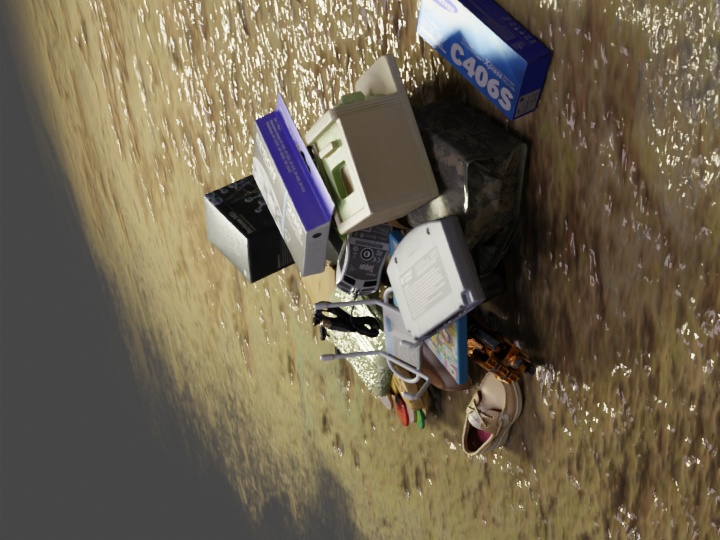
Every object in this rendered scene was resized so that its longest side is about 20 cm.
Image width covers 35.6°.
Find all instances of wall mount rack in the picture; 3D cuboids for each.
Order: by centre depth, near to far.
[{"bbox_3d":[0.024,0.105,1.667,0.173,0.075,0.201,24,140,27],"label":"wall mount rack"}]

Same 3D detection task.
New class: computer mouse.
[{"bbox_3d":[0.000,0.000,1.687,0.044,0.109,0.201,-118,42,-67],"label":"computer mouse"}]

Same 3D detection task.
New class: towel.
[{"bbox_3d":[0.002,0.097,1.818,0.200,0.036,0.149,50,138,43],"label":"towel"}]

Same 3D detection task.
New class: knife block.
[{"bbox_3d":[-0.030,0.071,2.043,0.176,0.064,0.200,64,153,-1],"label":"knife block"}]

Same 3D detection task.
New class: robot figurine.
[{"bbox_3d":[0.172,0.102,1.652,0.145,0.058,0.200,35,-178,-36],"label":"robot figurine"}]

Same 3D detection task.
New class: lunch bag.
[{"bbox_3d":[0.133,-0.109,1.524,0.164,0.117,0.201,42,142,43],"label":"lunch bag"}]

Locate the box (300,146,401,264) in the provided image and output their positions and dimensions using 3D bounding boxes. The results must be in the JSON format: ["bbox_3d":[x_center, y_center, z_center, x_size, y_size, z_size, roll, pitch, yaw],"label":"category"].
[{"bbox_3d":[-0.045,-0.107,1.777,0.149,0.124,0.200,57,166,-23],"label":"box"}]

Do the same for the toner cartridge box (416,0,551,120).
[{"bbox_3d":[0.152,-0.289,1.413,0.200,0.043,0.095,49,149,29],"label":"toner cartridge box"}]

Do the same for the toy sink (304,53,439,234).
[{"bbox_3d":[0.004,-0.165,1.481,0.130,0.111,0.201,-26,81,68],"label":"toy sink"}]

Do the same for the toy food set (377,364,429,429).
[{"bbox_3d":[0.058,0.189,1.971,0.200,0.048,0.198,50,161,31],"label":"toy food set"}]

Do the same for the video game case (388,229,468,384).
[{"bbox_3d":[0.097,0.051,1.614,0.200,0.018,0.144,52,156,44],"label":"video game case"}]

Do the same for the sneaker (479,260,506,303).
[{"bbox_3d":[0.157,0.003,1.633,0.200,0.097,0.071,-121,14,-72],"label":"sneaker"}]

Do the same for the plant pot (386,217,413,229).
[{"bbox_3d":[0.022,-0.146,1.642,0.027,0.200,0.201,-26,89,20],"label":"plant pot"}]

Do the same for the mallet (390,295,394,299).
[{"bbox_3d":[0.072,-0.003,1.826,0.066,0.041,0.201,34,137,48],"label":"mallet"}]

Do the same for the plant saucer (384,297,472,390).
[{"bbox_3d":[0.097,0.129,1.812,0.200,0.037,0.200,45,169,11],"label":"plant saucer"}]

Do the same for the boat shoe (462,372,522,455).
[{"bbox_3d":[0.200,0.225,1.750,0.074,0.069,0.201,45,148,33],"label":"boat shoe"}]

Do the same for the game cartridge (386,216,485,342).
[{"bbox_3d":[0.097,0.008,1.501,0.134,0.041,0.200,69,155,10],"label":"game cartridge"}]

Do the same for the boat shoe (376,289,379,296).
[{"bbox_3d":[0.006,0.081,1.898,0.063,0.073,0.202,43,-148,-56],"label":"boat shoe"}]

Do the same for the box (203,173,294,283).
[{"bbox_3d":[-0.151,-0.092,1.966,0.148,0.199,0.108,42,147,36],"label":"box"}]

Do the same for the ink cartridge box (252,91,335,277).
[{"bbox_3d":[-0.099,-0.118,1.597,0.200,0.043,0.199,104,143,-62],"label":"ink cartridge box"}]
